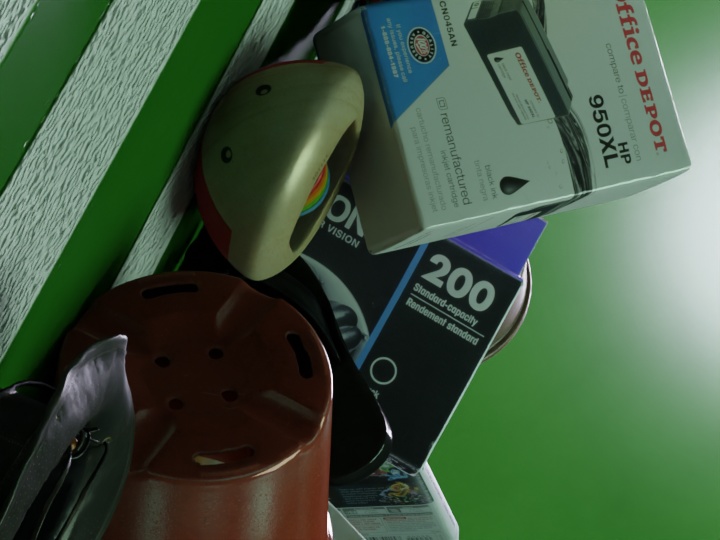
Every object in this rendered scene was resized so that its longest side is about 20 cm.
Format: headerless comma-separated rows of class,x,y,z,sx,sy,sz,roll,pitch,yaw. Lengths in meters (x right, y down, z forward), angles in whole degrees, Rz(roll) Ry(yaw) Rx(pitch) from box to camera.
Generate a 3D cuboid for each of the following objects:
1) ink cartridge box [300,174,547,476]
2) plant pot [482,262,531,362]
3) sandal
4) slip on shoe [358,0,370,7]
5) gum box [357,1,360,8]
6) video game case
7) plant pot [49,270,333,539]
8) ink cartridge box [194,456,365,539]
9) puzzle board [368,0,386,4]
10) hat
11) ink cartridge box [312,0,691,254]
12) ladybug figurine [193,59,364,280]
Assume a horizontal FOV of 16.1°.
ink cartridge box,0.000,0.000,1.662,0.200,0.198,0.043,-61,-174,-13
plant pot,0.048,-0.049,2.012,0.200,0.200,0.198,-59,167,-32
sandal,-0.046,0.041,1.552,0.075,0.200,0.048,-37,150,-1
slip on shoe,0.033,-0.122,1.680,0.061,0.074,0.200,124,-39,-64
gum box,0.064,-0.253,1.812,0.200,0.045,0.170,-54,171,-54
video game case,-0.046,0.153,1.780,0.182,0.200,0.023,64,26,-57
plant pot,-0.098,0.117,1.425,0.195,0.201,0.201,101,16,-48
ink cartridge box,-0.111,0.218,1.642,0.200,0.147,0.145,-36,162,-23
puzzle board,0.077,-0.154,1.655,0.017,0.151,0.200,-27,-136,65
hat,-0.174,0.110,1.173,0.201,0.081,0.201,20,90,-82
ink cartridge box,0.090,-0.104,1.595,0.200,0.145,0.084,-13,176,-26
ladybug figurine,-0.051,-0.064,1.501,0.136,0.072,0.200,-62,175,-10
